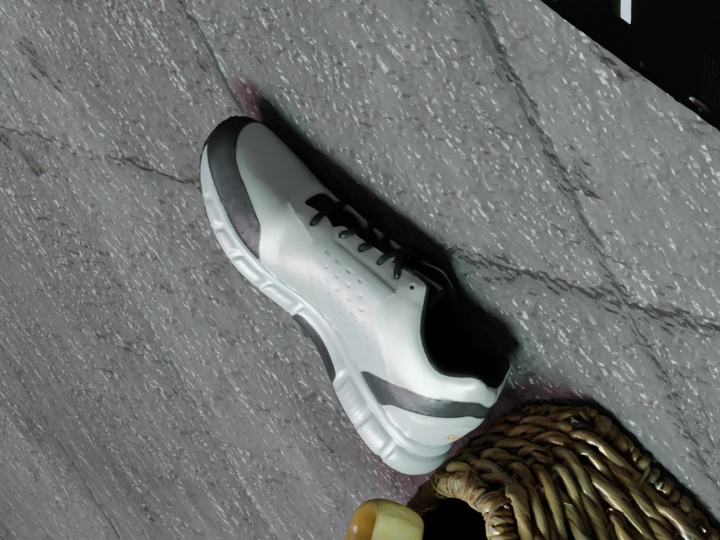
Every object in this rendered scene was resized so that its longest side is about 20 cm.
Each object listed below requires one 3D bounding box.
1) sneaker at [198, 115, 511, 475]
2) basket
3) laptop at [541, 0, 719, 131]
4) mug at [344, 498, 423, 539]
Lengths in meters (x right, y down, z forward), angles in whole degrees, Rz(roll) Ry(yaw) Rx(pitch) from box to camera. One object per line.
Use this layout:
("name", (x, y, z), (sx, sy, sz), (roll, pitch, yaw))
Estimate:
("sneaker", (0.000, 0.000, 1.417), (0.080, 0.074, 0.200), (-38, 90, 38))
("basket", (0.071, 0.167, 1.441), (0.143, 0.149, 0.200), (46, 158, 2))
("laptop", (0.154, -0.121, 0.909), (0.200, 0.103, 0.178), (39, 155, 27))
("mug", (-0.006, 0.227, 1.446), (0.150, 0.186, 0.153), (48, 171, -3))
